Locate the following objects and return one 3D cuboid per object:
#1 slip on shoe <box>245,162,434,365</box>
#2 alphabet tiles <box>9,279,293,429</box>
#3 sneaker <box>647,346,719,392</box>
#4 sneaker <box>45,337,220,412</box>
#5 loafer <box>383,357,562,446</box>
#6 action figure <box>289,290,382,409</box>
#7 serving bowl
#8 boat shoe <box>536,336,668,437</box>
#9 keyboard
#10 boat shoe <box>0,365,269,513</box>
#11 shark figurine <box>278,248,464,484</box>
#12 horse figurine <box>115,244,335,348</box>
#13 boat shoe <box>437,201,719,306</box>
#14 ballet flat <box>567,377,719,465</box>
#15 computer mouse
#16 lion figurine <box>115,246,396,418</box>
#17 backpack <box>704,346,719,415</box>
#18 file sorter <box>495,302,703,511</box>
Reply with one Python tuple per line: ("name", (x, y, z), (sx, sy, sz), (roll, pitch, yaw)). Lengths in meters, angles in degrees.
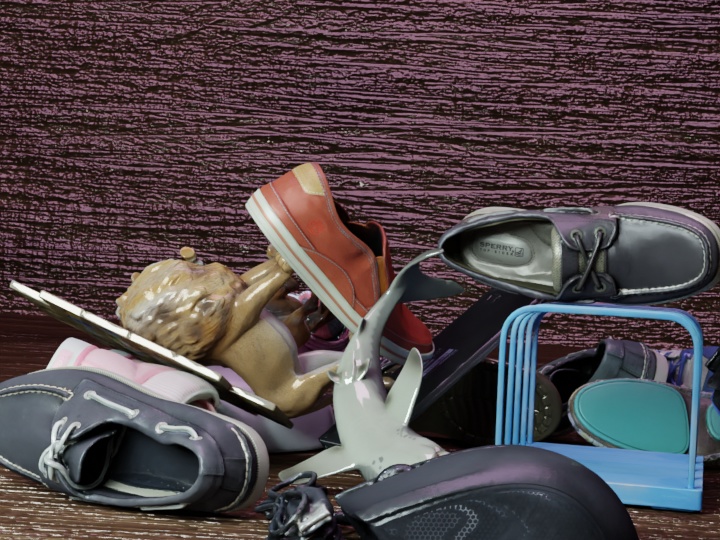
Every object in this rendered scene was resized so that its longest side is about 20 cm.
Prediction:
("slip on shoe", (0.000, 0.000, 1.065), (0.200, 0.061, 0.074), (48, 5, -38))
("alphabet tiles", (-0.139, 0.059, 1.056), (0.198, 0.006, 0.167), (24, -10, 10))
("sneaker", (0.249, 0.100, 1.316), (0.087, 0.076, 0.200), (24, -20, -10))
("sneaker", (-0.142, 0.099, 1.024), (0.103, 0.076, 0.200), (21, -9, 6))
("loafer", (0.083, 0.103, 1.286), (0.198, 0.077, 0.067), (4, 7, 33))
("action figure", (-0.042, 0.064, 1.317), (0.134, 0.149, 0.200), (-40, -5, -15))
("serving bowl", (-0.116, 0.098, 1.219), (0.197, 0.067, 0.200), (2, 0, 0))
("boat shoe", (0.175, 0.093, 1.306), (0.061, 0.074, 0.199), (24, -21, -22))
("keyboard", (0.047, 0.075, 1.172), (0.199, 0.021, 0.127), (-38, 19, -24))
("boat shoe", (-0.149, 0.095, 0.876), (0.198, 0.074, 0.063), (9, 0, 26))
("shark figurine", (0.020, 0.090, 1.004), (0.127, 0.216, 0.090), (-22, -50, 17))
("horse figurine", (-0.093, 0.028, 1.174), (0.197, 0.050, 0.133), (-3, -32, -4))
("boat shoe", (0.144, -0.009, 1.041), (0.198, 0.073, 0.065), (6, 14, 30))
("ballet flat", (0.255, 0.127, 1.209), (0.197, 0.073, 0.072), (3, 0, -3))
("computer mouse", (0.047, 0.116, 0.794), (0.197, 0.054, 0.138), (3, -1, -7))
("lion figurine", (-0.069, 0.054, 1.096), (0.200, 0.122, 0.073), (47, 8, -22))
("backpack", (0.341, 0.067, 1.017), (0.146, 0.184, 0.200), (28, 12, -7))
("file sorter", (0.170, 0.086, 1.071), (0.137, 0.125, 0.200), (4, 0, 13))
